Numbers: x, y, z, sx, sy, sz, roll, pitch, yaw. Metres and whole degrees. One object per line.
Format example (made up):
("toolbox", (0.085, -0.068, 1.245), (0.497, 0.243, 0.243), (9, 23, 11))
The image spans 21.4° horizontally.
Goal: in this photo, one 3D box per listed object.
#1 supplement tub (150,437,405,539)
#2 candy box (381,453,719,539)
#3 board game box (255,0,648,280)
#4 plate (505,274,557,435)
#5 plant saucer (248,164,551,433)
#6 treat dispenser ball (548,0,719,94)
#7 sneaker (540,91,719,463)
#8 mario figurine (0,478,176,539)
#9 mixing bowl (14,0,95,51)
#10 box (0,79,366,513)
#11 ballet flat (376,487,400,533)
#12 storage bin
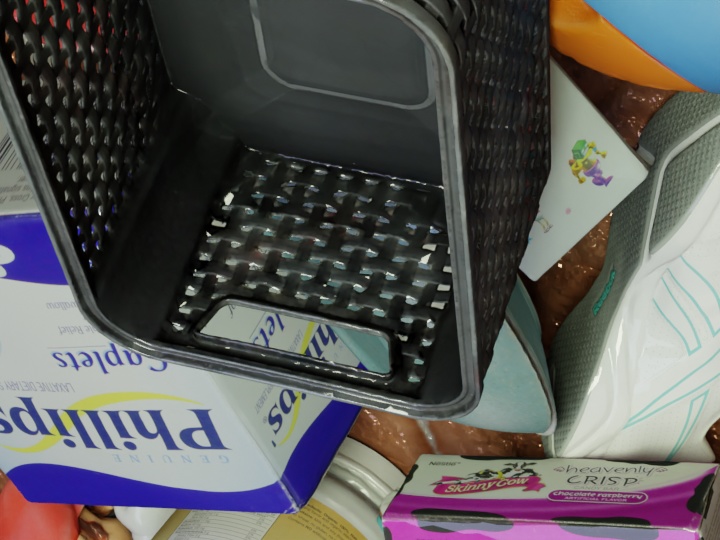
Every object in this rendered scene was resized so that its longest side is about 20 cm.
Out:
("supplement tub", (-0.055, 0.186, 0.950), (0.144, 0.200, 0.145), (17, 130, 22))
("candy box", (0.093, 0.181, 0.816), (0.135, 0.061, 0.201), (0, 112, 22))
("board game box", (0.002, -0.105, 0.689), (0.064, 0.148, 0.200), (-43, 123, 6))
("plate", (0.025, -0.014, 0.814), (0.200, 0.026, 0.200), (49, 171, 11))
("plant saucer", (0.000, 0.000, 0.790), (0.201, 0.039, 0.201), (50, 172, 10))
("treat dispenser ball", (0.113, -0.156, 0.587), (0.200, 0.201, 0.202), (17, 130, 22))
("sneaker", (0.140, 0.003, 0.791), (0.080, 0.071, 0.201), (11, 125, -12))
("mario figurine", (-0.119, 0.175, 1.090), (0.200, 0.106, 0.124), (39, 99, -13))
("mixing bowl", (-0.108, -0.165, 0.791), (0.199, 0.108, 0.201), (17, 129, 22))
("box", (-0.119, 0.013, 0.905), (0.183, 0.105, 0.201), (-2, 134, 35))
("ballet flat", (0.104, 0.146, 0.878), (0.199, 0.072, 0.072), (35, 134, 3))
("storage bin", (-0.021, -0.054, 0.551), (0.134, 0.094, 0.200), (11, 149, 14))
